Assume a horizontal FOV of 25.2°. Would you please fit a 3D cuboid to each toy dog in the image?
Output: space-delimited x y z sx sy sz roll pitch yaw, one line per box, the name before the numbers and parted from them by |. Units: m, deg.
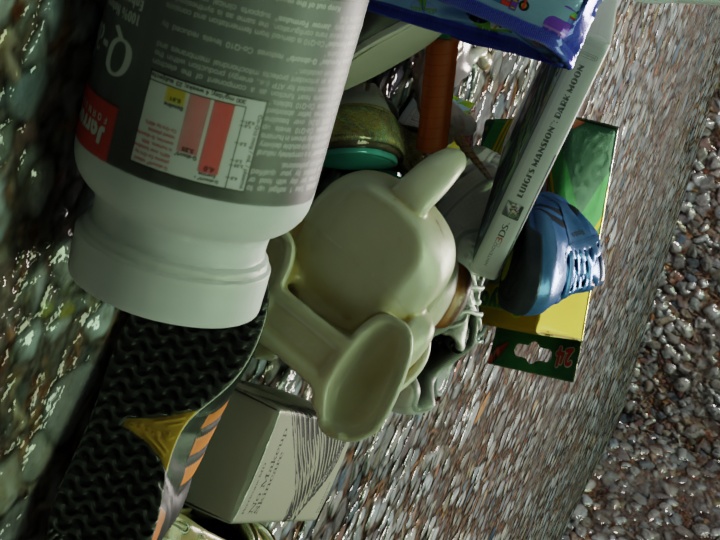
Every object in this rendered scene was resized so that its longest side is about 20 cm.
toy dog | 0.000 0.000 1.029 0.195 0.139 0.200 -62 171 5

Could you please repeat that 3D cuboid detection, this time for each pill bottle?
pill bottle | -0.066 -0.083 0.735 0.116 0.115 0.201 -27 136 -67

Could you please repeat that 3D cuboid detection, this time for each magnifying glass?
magnifying glass | 0.054 -0.172 1.029 0.080 0.022 0.201 -43 141 -56

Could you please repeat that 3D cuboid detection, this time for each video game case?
video game case | 0.127 -0.116 1.074 0.200 0.023 0.183 -69 -178 -57

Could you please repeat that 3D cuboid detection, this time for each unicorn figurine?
unicorn figurine | 0.072 -0.172 1.184 0.137 0.073 0.202 -29 118 -71

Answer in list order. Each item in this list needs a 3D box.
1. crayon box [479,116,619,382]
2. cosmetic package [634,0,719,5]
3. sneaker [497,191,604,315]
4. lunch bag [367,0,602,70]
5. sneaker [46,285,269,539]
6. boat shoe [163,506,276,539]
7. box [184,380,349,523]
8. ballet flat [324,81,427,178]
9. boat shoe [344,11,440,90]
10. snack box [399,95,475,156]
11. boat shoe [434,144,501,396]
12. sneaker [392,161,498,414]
crayon box | 0.135 -0.019 1.283 0.127 0.051 0.202 6 -93 61
cosmetic package | 0.146 -0.221 0.979 0.200 0.101 0.075 -121 -145 -63
sneaker | 0.138 -0.011 1.115 0.200 0.078 0.066 -66 176 -75
lunch bag | 0.061 -0.205 0.849 0.151 0.199 0.094 -67 164 -6
sneaker | -0.113 0.082 0.904 0.090 0.070 0.201 110 5 -76
boat shoe | -0.098 0.175 1.047 0.063 0.073 0.200 -65 157 4
box | -0.068 0.120 1.073 0.083 0.068 0.200 -67 165 -1
ballet flat | 0.004 -0.091 1.075 0.071 0.070 0.200 -69 164 -1
boat shoe | 0.031 -0.171 0.951 0.200 0.057 0.067 -33 168 35
snack box | 0.038 -0.025 1.272 0.143 0.053 0.201 -56 159 -35
boat shoe | 0.082 0.008 1.243 0.074 0.064 0.203 4 104 -73
sneaker | 0.062 0.016 1.154 0.075 0.081 0.201 38 77 -41
